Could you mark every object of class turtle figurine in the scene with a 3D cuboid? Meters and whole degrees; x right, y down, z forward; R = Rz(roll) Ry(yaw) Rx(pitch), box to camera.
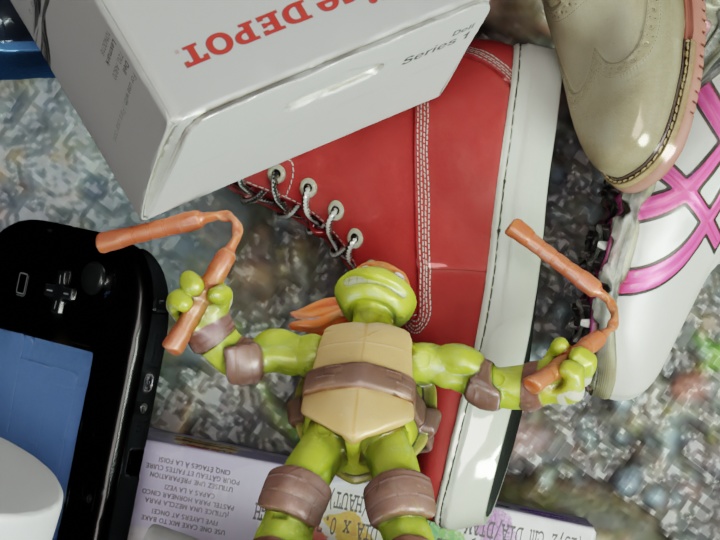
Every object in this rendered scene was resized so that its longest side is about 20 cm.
[{"bbox_3d":[-0.010,0.052,1.066,0.198,0.065,0.162,9,52,2],"label":"turtle figurine"}]

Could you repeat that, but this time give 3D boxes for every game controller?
[{"bbox_3d":[-0.129,0.082,1.152,0.104,0.042,0.201,11,90,36],"label":"game controller"}]

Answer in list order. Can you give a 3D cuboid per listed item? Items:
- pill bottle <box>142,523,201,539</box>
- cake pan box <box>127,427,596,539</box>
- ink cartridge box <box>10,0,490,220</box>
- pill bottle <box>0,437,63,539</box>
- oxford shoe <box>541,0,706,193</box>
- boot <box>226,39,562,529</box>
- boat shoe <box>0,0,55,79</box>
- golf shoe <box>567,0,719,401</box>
[{"bbox_3d":[0.001,0.166,1.087,0.199,0.112,0.113,19,89,0],"label":"pill bottle"},{"bbox_3d":[-0.011,0.173,1.167,0.199,0.052,0.186,12,91,0],"label":"cake pan box"},{"bbox_3d":[-0.064,-0.138,1.108,0.145,0.084,0.201,-23,72,-24],"label":"ink cartridge box"},{"bbox_3d":[-0.180,0.160,1.080,0.119,0.120,0.201,20,105,0],"label":"pill bottle"},{"bbox_3d":[0.081,-0.124,1.130,0.073,0.071,0.201,14,56,-36],"label":"oxford shoe"},{"bbox_3d":[0.000,0.000,1.150,0.143,0.072,0.201,6,71,1],"label":"boot"},{"bbox_3d":[-0.148,-0.115,1.168,0.199,0.084,0.069,1,81,-16],"label":"boat shoe"},{"bbox_3d":[0.144,-0.038,1.159,0.092,0.073,0.201,20,89,-1],"label":"golf shoe"}]
